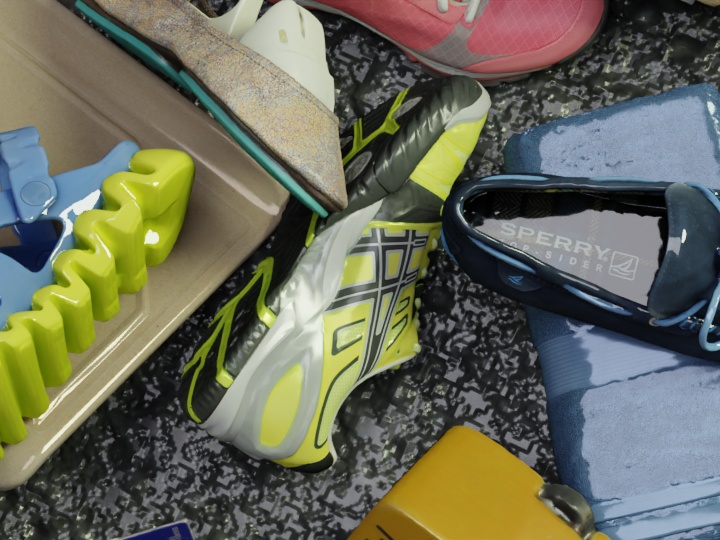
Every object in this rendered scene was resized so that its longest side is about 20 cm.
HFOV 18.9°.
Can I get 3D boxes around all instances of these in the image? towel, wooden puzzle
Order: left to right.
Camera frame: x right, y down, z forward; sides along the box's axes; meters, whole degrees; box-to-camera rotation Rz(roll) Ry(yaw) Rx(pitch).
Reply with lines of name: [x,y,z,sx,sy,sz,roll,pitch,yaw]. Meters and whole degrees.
wooden puzzle: [-0.160,-0.019,0.994,0.185,0.037,0.200,37,64,13]
towel: [0.131,0.026,0.958,0.111,0.049,0.201,-11,79,6]

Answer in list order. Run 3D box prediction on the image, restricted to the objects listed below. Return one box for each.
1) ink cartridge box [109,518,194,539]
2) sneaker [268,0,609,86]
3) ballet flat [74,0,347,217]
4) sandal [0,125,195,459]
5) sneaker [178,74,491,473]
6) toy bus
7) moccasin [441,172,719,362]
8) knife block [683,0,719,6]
ink cartridge box: [-0.162,0.161,0.937,0.199,0.095,0.037,-17,66,-5]
sneaker: [0.014,-0.139,0.985,0.199,0.087,0.074,17,84,11]
ballet flat: [-0.057,-0.101,0.972,0.067,0.068,0.200,-49,56,1]
sandal: [-0.156,0.010,0.920,0.087,0.080,0.200,29,54,12]
sneaker: [0.000,0.000,0.982,0.076,0.075,0.200,38,83,-19]
toy bus: [0.089,0.157,0.914,0.200,0.078,0.065,42,47,8]
moccasin: [0.129,0.001,0.902,0.199,0.068,0.081,5,81,10]
knife block: [0.113,-0.232,0.960,0.200,0.064,0.176,34,104,42]
